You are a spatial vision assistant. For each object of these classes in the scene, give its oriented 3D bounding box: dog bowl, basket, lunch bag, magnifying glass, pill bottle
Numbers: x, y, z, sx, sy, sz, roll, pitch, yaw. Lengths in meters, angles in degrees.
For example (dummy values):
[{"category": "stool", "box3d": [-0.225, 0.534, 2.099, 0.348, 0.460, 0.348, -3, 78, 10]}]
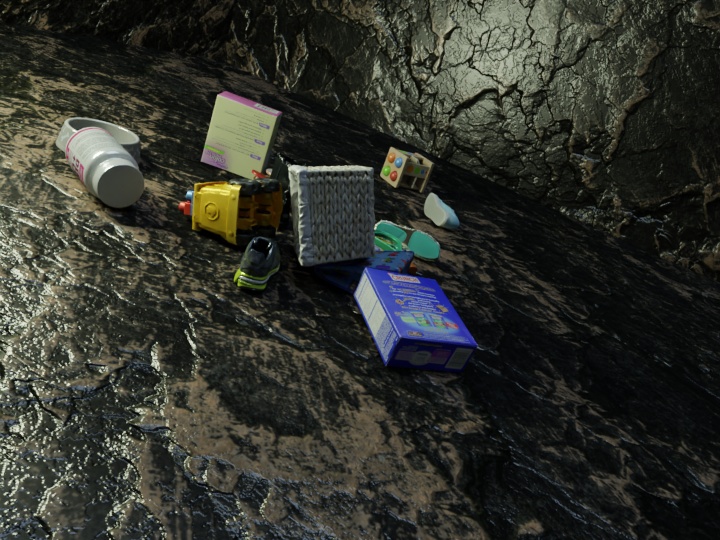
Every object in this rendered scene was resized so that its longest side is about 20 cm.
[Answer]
[{"category": "dog bowl", "box3d": [-0.645, -0.322, 1.519, 0.199, 0.059, 0.200, 19, 21, -8]}, {"category": "basket", "box3d": [-0.063, -0.123, 1.291, 0.160, 0.201, 0.198, -3, 12, -10]}, {"category": "lunch bag", "box3d": [0.000, 0.000, 1.328, 0.199, 0.094, 0.151, 13, 20, 14]}, {"category": "magnifying glass", "box3d": [0.083, -0.048, 1.460, 0.079, 0.022, 0.200, 10, 25, -29]}, {"category": "pill bottle", "box3d": [-0.537, -0.217, 1.284, 0.113, 0.114, 0.200, 0, 29, -43]}]

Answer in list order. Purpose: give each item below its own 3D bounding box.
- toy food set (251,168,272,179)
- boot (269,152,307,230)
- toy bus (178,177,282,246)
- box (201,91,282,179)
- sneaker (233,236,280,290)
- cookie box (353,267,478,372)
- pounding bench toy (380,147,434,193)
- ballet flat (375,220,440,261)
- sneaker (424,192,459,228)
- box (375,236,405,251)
[{"category": "toy food set", "box3d": [-0.213, -0.231, 1.710, 0.198, 0.049, 0.200, 33, 25, 25]}, {"category": "boot", "box3d": [-0.214, -0.209, 1.499, 0.073, 0.163, 0.198, -1, 30, -47]}, {"category": "toy bus", "box3d": [-0.289, -0.141, 1.342, 0.191, 0.136, 0.200, 11, 15, 19]}, {"category": "box", "box3d": [-0.342, -0.386, 1.760, 0.175, 0.201, 0.097, 19, 21, -5]}, {"category": "sneaker", "box3d": [-0.191, -0.031, 1.199, 0.074, 0.081, 0.200, 18, 21, -7]}, {"category": "cookie box", "box3d": [0.099, 0.092, 1.147, 0.171, 0.075, 0.200, 10, 33, -27]}, {"category": "pounding bench toy", "box3d": [0.157, -0.408, 2.392, 0.156, 0.125, 0.200, 6, 25, -33]}, {"category": "ballet flat", "box3d": [0.132, -0.083, 1.660, 0.200, 0.072, 0.072, 27, 22, 15]}, {"category": "sneaker", "box3d": [0.277, -0.193, 2.068, 0.082, 0.074, 0.200, 21, 27, -25]}, {"category": "box", "box3d": [0.022, -0.054, 1.506, 0.200, 0.049, 0.117, 27, 22, 20]}]
